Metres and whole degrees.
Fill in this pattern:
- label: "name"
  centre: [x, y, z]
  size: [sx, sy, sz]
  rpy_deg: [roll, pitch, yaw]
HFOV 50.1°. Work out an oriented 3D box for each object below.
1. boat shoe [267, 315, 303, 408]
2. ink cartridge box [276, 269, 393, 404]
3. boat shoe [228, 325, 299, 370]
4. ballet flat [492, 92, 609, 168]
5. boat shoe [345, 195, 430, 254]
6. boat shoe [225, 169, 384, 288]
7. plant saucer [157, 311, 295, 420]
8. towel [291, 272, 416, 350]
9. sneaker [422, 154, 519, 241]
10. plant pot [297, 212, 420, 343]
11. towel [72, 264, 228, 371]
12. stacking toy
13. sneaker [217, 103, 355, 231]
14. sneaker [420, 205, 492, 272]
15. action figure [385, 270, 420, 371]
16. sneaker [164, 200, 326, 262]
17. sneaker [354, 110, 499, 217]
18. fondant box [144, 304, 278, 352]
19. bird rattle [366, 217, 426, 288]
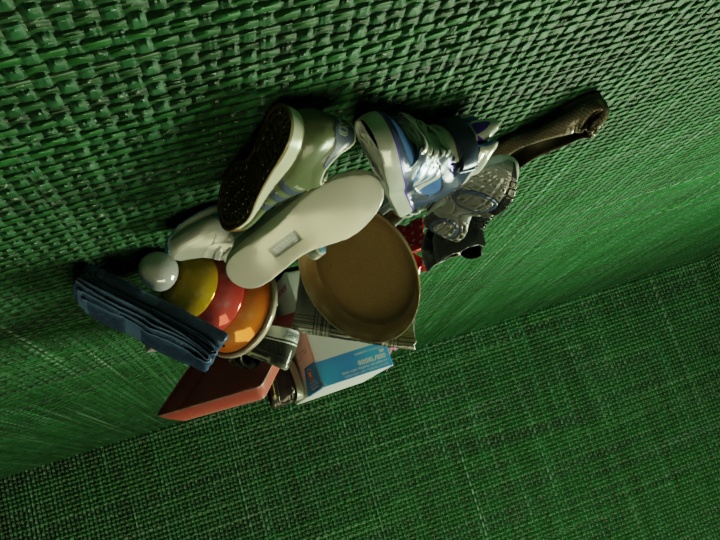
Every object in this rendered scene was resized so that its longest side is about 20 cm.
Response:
- label: "boat shoe"
  centre: [-0.160, 0.132, 1.309]
  size: [0.059, 0.205, 0.072]
  rpy_deg: [-18, 163, -24]
- label: "ink cartridge box"
  centre: [-0.060, 0.103, 1.339]
  size: [0.142, 0.204, 0.147]
  rpy_deg: [-13, 167, -27]
- label: "boat shoe"
  centre: [-0.171, 0.109, 1.131]
  size: [0.197, 0.065, 0.070]
  rpy_deg: [1, 163, 46]
- label: "ballet flat"
  centre: [0.230, -0.160, 0.993]
  size: [0.198, 0.047, 0.067]
  rpy_deg: [-27, 164, 33]
- label: "boat shoe"
  centre: [0.041, -0.078, 1.026]
  size: [0.200, 0.066, 0.074]
  rpy_deg: [-28, 164, 36]
- label: "boat shoe"
  centre: [-0.063, -0.054, 0.847]
  size: [0.198, 0.069, 0.072]
  rpy_deg: [-37, 122, 17]
- label: "plant saucer"
  centre: [-0.196, 0.156, 1.210]
  size: [0.196, 0.037, 0.201]
  rpy_deg: [-20, -157, 24]
- label: "towel"
  centre: [-0.005, 0.042, 1.181]
  size: [0.188, 0.035, 0.201]
  rpy_deg: [9, -150, -3]
- label: "sneaker"
  centre: [0.141, -0.109, 0.980]
  size: [0.073, 0.089, 0.200]
  rpy_deg: [28, 159, -12]
- label: "plant pot"
  centre: [0.000, 0.000, 1.033]
  size: [0.198, 0.203, 0.027]
  rpy_deg: [-29, -177, 42]
- label: "towel"
  centre: [-0.270, 0.067, 0.983]
  size: [0.197, 0.049, 0.112]
  rpy_deg: [28, 157, -8]
- label: "stacking toy"
  centre: [-0.219, 0.024, 1.030]
  size: [0.144, 0.149, 0.199]
  rpy_deg: [-24, 148, 27]
- label: "sneaker"
  centre: [-0.073, -0.096, 0.779]
  size: [0.088, 0.069, 0.200]
  rpy_deg: [-4, 158, -32]
- label: "sneaker"
  centre: [0.163, -0.064, 1.173]
  size: [0.197, 0.107, 0.060]
  rpy_deg: [-8, 164, -38]
- label: "action figure"
  centre: [0.060, 0.084, 1.422]
  size: [0.132, 0.206, 0.147]
  rpy_deg: [9, 171, -39]
- label: "sneaker"
  centre: [-0.133, -0.037, 0.920]
  size: [0.195, 0.083, 0.077]
  rpy_deg: [-13, 168, -18]
- label: "sneaker"
  centre: [0.079, -0.141, 0.824]
  size: [0.145, 0.082, 0.200]
  rpy_deg: [-31, 159, 0]
- label: "fondant box"
  centre: [-0.250, 0.071, 1.264]
  size: [0.142, 0.060, 0.198]
  rpy_deg: [-4, 162, -47]
- label: "bird rattle"
  centre: [0.021, -0.021, 1.146]
  size: [0.159, 0.202, 0.115]
  rpy_deg: [10, 128, 6]
